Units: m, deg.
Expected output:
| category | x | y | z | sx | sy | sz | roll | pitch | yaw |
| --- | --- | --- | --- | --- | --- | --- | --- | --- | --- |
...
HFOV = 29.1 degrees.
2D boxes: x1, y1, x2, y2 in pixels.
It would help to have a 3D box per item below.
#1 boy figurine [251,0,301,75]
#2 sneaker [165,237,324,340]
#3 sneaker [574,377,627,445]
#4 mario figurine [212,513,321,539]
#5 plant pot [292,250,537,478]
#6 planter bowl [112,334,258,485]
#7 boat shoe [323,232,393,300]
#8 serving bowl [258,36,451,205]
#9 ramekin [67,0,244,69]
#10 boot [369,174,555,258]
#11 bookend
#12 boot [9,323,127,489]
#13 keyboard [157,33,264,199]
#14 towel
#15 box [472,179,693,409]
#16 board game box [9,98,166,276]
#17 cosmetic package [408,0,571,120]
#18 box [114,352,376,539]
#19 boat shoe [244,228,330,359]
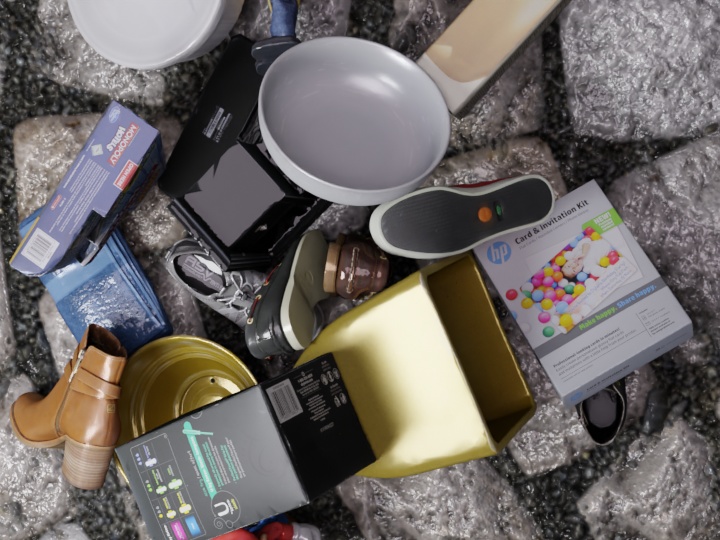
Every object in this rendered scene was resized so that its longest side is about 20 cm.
| category | x | y | z | sx | sy | sz | roll | pitch | yaw |
| --- | --- | --- | --- | --- | --- | --- | --- | --- | --- |
| boy figurine | -0.092 | -0.320 | 1.507 | 0.063 | 0.124 | 0.203 | -7 | 73 | 2 |
| sneaker | -0.136 | 0.031 | 1.545 | 0.198 | 0.082 | 0.076 | 25 | 96 | 6 |
| sneaker | 0.251 | 0.083 | 1.482 | 0.074 | 0.106 | 0.203 | -13 | 90 | 8 |
| mario figurine | -0.112 | 0.325 | 1.496 | 0.105 | 0.200 | 0.125 | 20 | 96 | 7 |
| plant pot | 0.044 | 0.113 | 1.477 | 0.198 | 0.194 | 0.198 | -23 | 90 | 21 |
| planter bowl | -0.178 | 0.168 | 1.550 | 0.198 | 0.083 | 0.204 | 1 | 95 | 18 |
| boat shoe | 0.000 | 0.000 | 1.468 | 0.069 | 0.200 | 0.071 | 6 | 96 | 1 |
| serving bowl | -0.011 | -0.142 | 1.408 | 0.197 | 0.066 | 0.202 | 7 | 56 | -10 |
| ramekin | -0.214 | -0.319 | 1.517 | 0.200 | 0.094 | 0.206 | 2 | 95 | 23 |
| boot | 0.089 | -0.056 | 1.468 | 0.197 | 0.144 | 0.074 | -11 | 94 | -18 |
| bookend | -0.082 | -0.101 | 1.473 | 0.200 | 0.199 | 0.092 | -44 | 85 | 7 |
| boot | -0.316 | 0.131 | 1.536 | 0.199 | 0.073 | 0.157 | 27 | 108 | 45 |
| keyboard | -0.146 | -0.157 | 1.570 | 0.104 | 0.039 | 0.202 | 33 | 99 | 29 |
| towel | -0.305 | 0.010 | 1.585 | 0.111 | 0.049 | 0.202 | -31 | 88 | 9 |
| box | 0.232 | 0.022 | 1.461 | 0.155 | 0.041 | 0.201 | -29 | 59 | 0 |
| board game box | -0.275 | -0.081 | 1.489 | 0.061 | 0.200 | 0.201 | 34 | 95 | -1 |
| cosmetic package | 0.146 | -0.259 | 1.484 | 0.071 | 0.105 | 0.200 | 43 | 96 | 4 |
| box | -0.115 | 0.185 | 1.395 | 0.198 | 0.148 | 0.126 | -25 | 87 | 30 |
| boat shoe | -0.075 | 0.021 | 1.488 | 0.062 | 0.202 | 0.074 | -16 | 118 | 22 |
